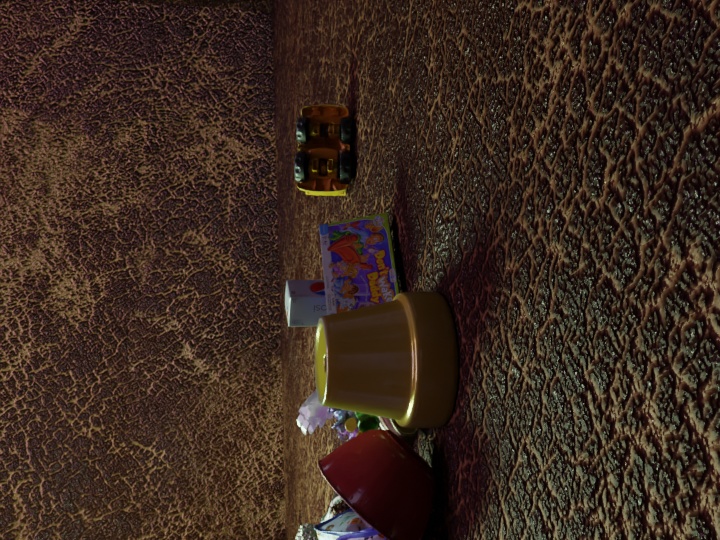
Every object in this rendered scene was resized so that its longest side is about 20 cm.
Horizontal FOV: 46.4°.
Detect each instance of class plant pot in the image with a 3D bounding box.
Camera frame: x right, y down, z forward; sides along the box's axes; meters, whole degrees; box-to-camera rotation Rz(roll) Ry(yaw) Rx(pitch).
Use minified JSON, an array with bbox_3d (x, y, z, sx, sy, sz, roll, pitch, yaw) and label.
[{"bbox_3d":[0.030,0.135,1.259,0.201,0.184,0.206,180,90,-79],"label":"plant pot"}]

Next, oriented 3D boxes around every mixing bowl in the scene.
[{"bbox_3d":[0.043,0.316,1.276,0.109,0.199,0.200,-49,14,-2],"label":"mixing bowl"}]

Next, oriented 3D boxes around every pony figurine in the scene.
[{"bbox_3d":[-0.014,0.252,1.554,0.195,0.165,0.200,-54,-6,-8],"label":"pony figurine"}]

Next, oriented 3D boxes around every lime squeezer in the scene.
[{"bbox_3d":[0.002,0.227,1.346,0.203,0.037,0.071,61,168,0],"label":"lime squeezer"}]

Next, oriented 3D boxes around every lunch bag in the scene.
[{"bbox_3d":[0.019,0.488,1.378,0.199,0.122,0.173,-20,90,62],"label":"lunch bag"}]

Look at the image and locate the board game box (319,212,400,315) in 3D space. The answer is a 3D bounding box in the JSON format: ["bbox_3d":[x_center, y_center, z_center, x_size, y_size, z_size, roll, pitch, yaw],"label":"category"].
[{"bbox_3d":[0.000,0.000,1.524,0.045,0.131,0.204,72,-171,-57],"label":"board game box"}]

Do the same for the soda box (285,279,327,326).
[{"bbox_3d":[-0.042,0.061,1.580,0.068,0.195,0.065,-111,24,-60],"label":"soda box"}]

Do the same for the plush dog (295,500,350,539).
[{"bbox_3d":[0.001,0.510,1.565,0.201,0.160,0.172,48,143,7],"label":"plush dog"}]

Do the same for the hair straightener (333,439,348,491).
[{"bbox_3d":[-0.022,0.439,1.770,0.202,0.075,0.042,-103,16,-49],"label":"hair straightener"}]

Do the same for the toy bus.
[{"bbox_3d":[-0.080,-0.273,2.009,0.192,0.132,0.205,54,-142,-83],"label":"toy bus"}]

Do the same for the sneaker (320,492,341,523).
[{"bbox_3d":[-0.036,0.535,1.888,0.200,0.079,0.088,129,152,-60],"label":"sneaker"}]

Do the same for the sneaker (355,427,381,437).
[{"bbox_3d":[0.020,0.309,1.466,0.078,0.080,0.203,-107,35,-57],"label":"sneaker"}]

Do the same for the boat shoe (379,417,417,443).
[{"bbox_3d":[0.058,0.191,1.401,0.073,0.074,0.203,110,153,-44],"label":"boat shoe"}]
